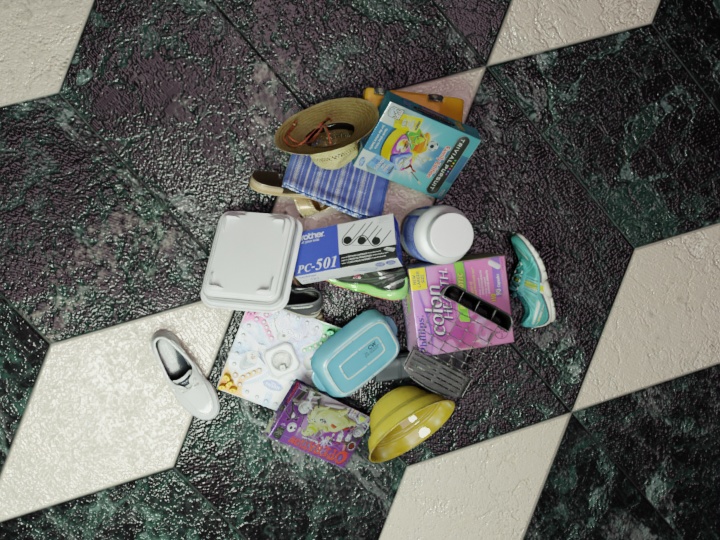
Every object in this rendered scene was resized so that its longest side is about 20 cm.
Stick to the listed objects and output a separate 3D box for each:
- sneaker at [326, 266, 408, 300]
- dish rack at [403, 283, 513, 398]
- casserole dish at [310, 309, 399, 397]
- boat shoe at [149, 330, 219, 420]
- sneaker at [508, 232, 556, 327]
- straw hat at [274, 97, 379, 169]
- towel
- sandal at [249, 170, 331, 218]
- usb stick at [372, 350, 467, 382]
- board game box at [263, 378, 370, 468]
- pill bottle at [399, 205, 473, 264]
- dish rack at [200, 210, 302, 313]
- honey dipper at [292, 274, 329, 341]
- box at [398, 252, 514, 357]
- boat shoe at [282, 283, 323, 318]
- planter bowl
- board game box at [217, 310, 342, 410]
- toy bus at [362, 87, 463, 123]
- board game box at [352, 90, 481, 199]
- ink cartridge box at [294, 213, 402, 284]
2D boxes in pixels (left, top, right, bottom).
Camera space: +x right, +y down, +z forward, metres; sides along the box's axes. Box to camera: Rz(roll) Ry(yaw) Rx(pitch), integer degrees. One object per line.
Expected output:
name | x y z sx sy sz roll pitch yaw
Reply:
sneaker | 0.000 0.000 1.621 0.200 0.077 0.084 15 89 10
dish rack | 0.180 0.140 1.593 0.153 0.055 0.200 29 89 -10
casserole dish | -0.003 0.164 1.611 0.200 0.039 0.121 -37 115 -16
boat shoe | -0.339 0.207 1.596 0.074 0.065 0.200 -37 99 -6
sneaker | 0.340 0.022 1.703 0.080 0.078 0.200 -17 97 0
straw hat | -0.054 -0.238 1.569 0.201 0.201 0.085 -23 129 -8
towel | -0.041 -0.182 1.608 0.200 0.024 0.145 21 56 -11
sandal | -0.116 -0.137 1.620 0.212 0.078 0.070 10 126 -19
usb stick | 0.118 0.189 1.692 0.200 0.033 0.056 -7 106 -10
board game box | -0.078 0.300 1.629 0.200 0.032 0.120 31 94 -35
pill bottle | 0.148 -0.069 1.595 0.112 0.200 0.112 -1 94 -10
dish rack | -0.206 -0.025 1.554 0.171 0.044 0.200 4 66 13
honey dipper | -0.115 0.044 1.637 0.038 0.038 0.200 -27 99 -7
box | 0.189 0.065 1.665 0.200 0.097 0.176 -8 95 -9
boat shoe | -0.166 0.039 1.578 0.200 0.063 0.073 13 64 -7
planter bowl | 0.082 0.286 1.646 0.200 0.200 0.083 -31 63 -7
board game box | -0.153 0.176 1.625 0.200 0.026 0.200 21 97 -4
toy bus | 0.100 -0.312 1.631 0.200 0.078 0.065 4 94 -10
board game box | 0.105 -0.235 1.599 0.200 0.047 0.151 19 125 -21
ink cartridge box | -0.026 -0.039 1.575 0.200 0.044 0.094 -11 65 13
